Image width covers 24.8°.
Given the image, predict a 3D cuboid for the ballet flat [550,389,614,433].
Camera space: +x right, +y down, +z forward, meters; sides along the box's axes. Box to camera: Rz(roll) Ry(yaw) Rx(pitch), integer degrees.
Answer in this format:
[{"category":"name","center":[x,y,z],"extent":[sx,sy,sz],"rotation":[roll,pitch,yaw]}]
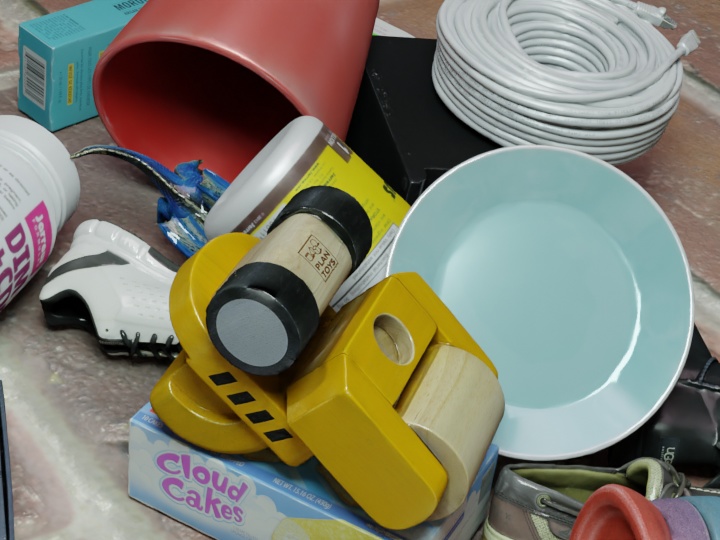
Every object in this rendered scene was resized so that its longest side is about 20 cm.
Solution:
[{"category":"ballet flat","center":[0.133,0.054,1.122],"extent":[0.068,0.069,0.201],"rotation":[-14,44,-3]}]

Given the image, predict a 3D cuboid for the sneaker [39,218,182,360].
[{"category":"sneaker","center":[-0.131,0.038,1.115],"extent":[0.199,0.074,0.080],"rotation":[21,53,23]}]

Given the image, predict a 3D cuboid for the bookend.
[{"category":"bookend","center":[0.097,-0.093,1.311],"extent":[0.199,0.093,0.199],"rotation":[1,40,-18]}]

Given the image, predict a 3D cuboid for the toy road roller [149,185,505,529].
[{"category":"toy road roller","center":[-0.029,0.064,0.951],"extent":[0.200,0.146,0.123],"rotation":[47,37,-10]}]

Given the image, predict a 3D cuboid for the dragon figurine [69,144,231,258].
[{"category":"dragon figurine","center":[-0.108,-0.037,1.162],"extent":[0.200,0.059,0.099],"rotation":[39,0,-17]}]

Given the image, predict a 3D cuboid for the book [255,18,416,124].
[{"category":"book","center":[-0.056,-0.175,1.421],"extent":[0.133,0.048,0.200],"rotation":[26,40,34]}]

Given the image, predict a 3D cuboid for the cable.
[{"category":"cable","center":[0.153,-0.159,1.283],"extent":[0.199,0.070,0.200],"rotation":[23,39,9]}]

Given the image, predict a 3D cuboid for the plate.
[{"category":"plate","center":[0.112,0.020,1.037],"extent":[0.199,0.202,0.026],"rotation":[1,-9,-4]}]

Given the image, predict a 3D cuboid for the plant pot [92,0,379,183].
[{"category":"plant pot","center":[-0.081,-0.168,1.244],"extent":[0.199,0.201,0.178],"rotation":[17,58,12]}]

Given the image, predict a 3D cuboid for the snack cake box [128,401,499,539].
[{"category":"snack cake box","center":[-0.030,0.123,1.003],"extent":[0.199,0.068,0.115],"rotation":[22,39,19]}]

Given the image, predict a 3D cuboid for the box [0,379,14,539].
[{"category":"box","center":[-0.304,0.132,0.949],"extent":[0.198,0.051,0.158],"rotation":[-1,37,-14]}]

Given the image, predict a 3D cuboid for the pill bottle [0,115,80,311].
[{"category":"pill bottle","center":[-0.277,-0.020,1.113],"extent":[0.113,0.114,0.200],"rotation":[16,36,12]}]

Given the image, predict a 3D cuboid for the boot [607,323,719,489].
[{"category":"boot","center":[0.256,0.077,1.122],"extent":[0.161,0.074,0.199],"rotation":[9,42,5]}]

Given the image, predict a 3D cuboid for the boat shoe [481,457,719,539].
[{"category":"boat shoe","center":[0.175,0.149,1.004],"extent":[0.199,0.066,0.072],"rotation":[2,25,-9]}]

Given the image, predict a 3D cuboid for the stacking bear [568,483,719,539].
[{"category":"stacking bear","center":[0.226,0.190,0.933],"extent":[0.199,0.122,0.114],"rotation":[11,48,-15]}]

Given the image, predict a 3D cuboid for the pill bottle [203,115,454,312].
[{"category":"pill bottle","center":[0.000,0.000,1.089],"extent":[0.200,0.109,0.109],"rotation":[43,36,-10]}]

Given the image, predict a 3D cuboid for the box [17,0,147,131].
[{"category":"box","center":[-0.197,-0.190,1.396],"extent":[0.049,0.083,0.199],"rotation":[35,43,31]}]
